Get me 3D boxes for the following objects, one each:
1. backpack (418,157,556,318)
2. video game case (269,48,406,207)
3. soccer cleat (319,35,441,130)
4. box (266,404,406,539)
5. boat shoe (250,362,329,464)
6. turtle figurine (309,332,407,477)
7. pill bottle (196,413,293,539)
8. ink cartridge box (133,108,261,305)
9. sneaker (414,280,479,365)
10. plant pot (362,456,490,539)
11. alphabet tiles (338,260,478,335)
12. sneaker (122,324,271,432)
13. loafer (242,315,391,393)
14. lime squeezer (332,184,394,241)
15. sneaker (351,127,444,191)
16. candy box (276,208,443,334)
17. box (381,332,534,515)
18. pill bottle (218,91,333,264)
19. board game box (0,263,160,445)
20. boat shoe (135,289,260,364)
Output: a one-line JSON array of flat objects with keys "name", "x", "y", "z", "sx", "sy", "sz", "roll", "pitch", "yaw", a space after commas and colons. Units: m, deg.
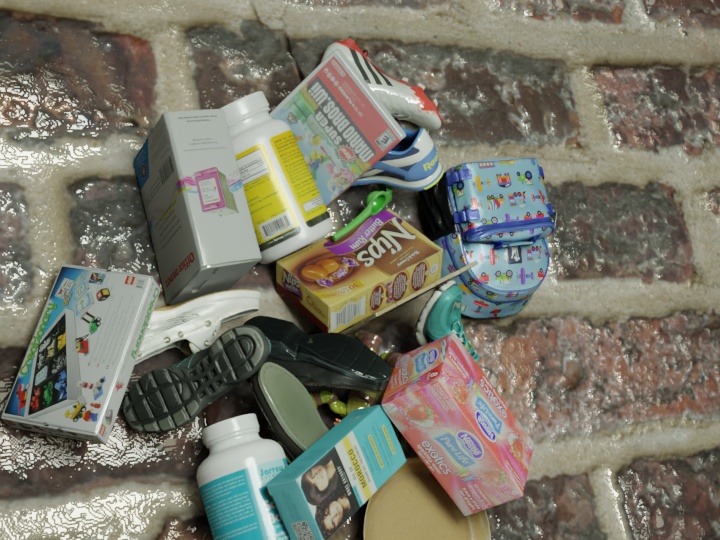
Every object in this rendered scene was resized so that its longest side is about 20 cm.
[{"name": "backpack", "x": 0.187, "y": -0.042, "z": 1.659, "sx": 0.180, "sy": 0.134, "sz": 0.204, "roll": -2, "pitch": 75, "yaw": -26}, {"name": "video game case", "x": -0.053, "y": -0.171, "z": 1.556, "sx": 0.144, "sy": 0.199, "sz": 0.017, "roll": 51, "pitch": 29, "yaw": 0}, {"name": "soccer cleat", "x": 0.026, "y": -0.251, "z": 1.698, "sx": 0.199, "sy": 0.069, "sz": 0.086, "roll": 36, "pitch": 68, "yaw": -7}, {"name": "box", "x": -0.024, "y": 0.239, "z": 1.398, "sx": 0.199, "sy": 0.049, "sz": 0.083, "roll": -34, "pitch": 104, "yaw": -53}, {"name": "boat shoe", "x": -0.077, "y": 0.201, "z": 1.447, "sx": 0.202, "sy": 0.060, "sz": 0.072, "roll": 54, "pitch": 36, "yaw": -19}, {"name": "turtle figurine", "x": -0.003, "y": 0.163, "z": 1.525, "sx": 0.198, "sy": 0.064, "sz": 0.163, "roll": 29, "pitch": 61, "yaw": -14}, {"name": "pill bottle", "x": -0.128, "y": 0.276, "z": 1.393, "sx": 0.109, "sy": 0.111, "sz": 0.203, "roll": -12, "pitch": 77, "yaw": -29}, {"name": "ink cartridge box", "x": -0.205, "y": -0.076, "z": 1.465, "sx": 0.083, "sy": 0.144, "sz": 0.204, "roll": -7, "pitch": 74, "yaw": -29}, {"name": "sneaker", "x": 0.123, "y": 0.097, "z": 1.541, "sx": 0.079, "sy": 0.202, "sz": 0.077, "roll": 30, "pitch": 53, "yaw": 35}, {"name": "plant pot", "x": 0.081, "y": 0.341, "z": 1.513, "sx": 0.197, "sy": 0.027, "sz": 0.204, "roll": 10, "pitch": 71, "yaw": -30}, {"name": "alphabet tiles", "x": 0.058, "y": 0.040, "z": 1.541, "sx": 0.198, "sy": 0.167, "sz": 0.008, "roll": -27, "pitch": 86, "yaw": -32}, {"name": "sneaker", "x": -0.189, "y": 0.135, "z": 1.413, "sx": 0.198, "sy": 0.079, "sz": 0.076, "roll": -28, "pitch": 82, "yaw": 6}, {"name": "loafer", "x": -0.057, "y": 0.118, "z": 1.471, "sx": 0.197, "sy": 0.073, "sz": 0.073, "roll": 17, "pitch": 29, "yaw": 17}, {"name": "lime squeezer", "x": 0.011, "y": -0.110, "z": 1.614, "sx": 0.070, "sy": 0.038, "sz": 0.202, "roll": 21, "pitch": 47, "yaw": -10}, {"name": "sneaker", "x": 0.014, "y": -0.162, "z": 1.590, "sx": 0.196, "sy": 0.083, "sz": 0.075, "roll": 3, "pitch": 47, "yaw": 20}, {"name": "candy box", "x": 0.000, "y": 0.000, "z": 1.562, "sx": 0.198, "sy": 0.057, "sz": 0.116, "roll": -27, "pitch": 47, "yaw": -30}, {"name": "box", "x": 0.125, "y": 0.196, "z": 1.495, "sx": 0.201, "sy": 0.094, "sz": 0.103, "roll": 54, "pitch": 33, "yaw": -18}, {"name": "pill bottle", "x": -0.122, "y": -0.121, "z": 1.526, "sx": 0.111, "sy": 0.112, "sz": 0.203, "roll": -27, "pitch": 95, "yaw": -32}, {"name": "board game box", "x": -0.321, "y": 0.093, "z": 1.370, "sx": 0.124, "sy": 0.035, "sz": 0.203, "roll": 7, "pitch": 63, "yaw": 17}, {"name": "boat shoe", "x": -0.210, "y": 0.075, "z": 1.455, "sx": 0.197, "sy": 0.071, "sz": 0.070, "roll": -16, "pitch": 79, "yaw": -21}]
